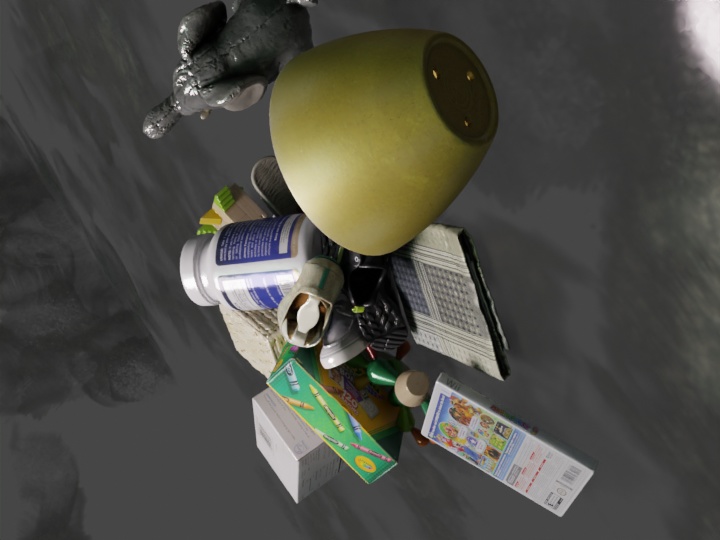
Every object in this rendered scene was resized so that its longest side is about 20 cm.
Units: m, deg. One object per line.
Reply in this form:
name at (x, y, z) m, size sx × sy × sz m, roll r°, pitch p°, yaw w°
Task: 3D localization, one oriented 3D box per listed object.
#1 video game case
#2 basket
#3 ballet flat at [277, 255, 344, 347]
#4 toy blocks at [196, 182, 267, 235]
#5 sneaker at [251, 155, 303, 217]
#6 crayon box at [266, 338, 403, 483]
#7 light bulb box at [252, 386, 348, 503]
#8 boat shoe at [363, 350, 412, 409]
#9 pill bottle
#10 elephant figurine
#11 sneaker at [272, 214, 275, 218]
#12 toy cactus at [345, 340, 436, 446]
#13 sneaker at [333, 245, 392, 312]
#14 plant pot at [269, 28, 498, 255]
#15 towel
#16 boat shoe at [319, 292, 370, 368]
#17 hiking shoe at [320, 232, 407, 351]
video game case at (0.168, 0.207, 1.046) m, size 0.197 × 0.018 × 0.144 m, roll 29°, pitch 148°, yaw 14°
basket at (-0.137, 0.098, 1.504) m, size 0.199 × 0.122 × 0.138 m, roll 31°, pitch 145°, yaw 50°
ballet flat at (-0.068, 0.054, 1.064) m, size 0.066 × 0.063 × 0.201 m, roll 18°, pitch 146°, yaw -2°
toy blocks at (-0.188, -0.051, 1.482) m, size 0.137 × 0.100 × 0.200 m, roll 44°, pitch 156°, yaw 3°
sneaker at (-0.075, -0.074, 1.245) m, size 0.201 × 0.074 × 0.106 m, roll 53°, pitch 177°, yaw -5°
crayon box at (-0.028, 0.174, 1.201) m, size 0.200 × 0.058 × 0.119 m, roll 46°, pitch -158°, yaw -11°
light bulb box at (-0.053, 0.231, 1.396) m, size 0.125 × 0.198 × 0.200 m, roll 49°, pitch 156°, yaw 22°
boat shoe at (0.001, 0.129, 1.290) m, size 0.199 × 0.071 × 0.072 m, roll 32°, pitch -174°, yaw -4°
pill bottle at (-0.128, -0.008, 1.155) m, size 0.196 × 0.116 × 0.117 m, roll -5°, pitch 123°, yaw 24°
elephant figurine at (-0.152, -0.231, 1.009) m, size 0.141 × 0.198 × 0.157 m, roll 39°, pitch 151°, yaw 38°
sneaker at (-0.102, -0.019, 1.365) m, size 0.069 × 0.082 × 0.201 m, roll 10°, pitch 162°, yaw 12°
toy cactus at (0.070, 0.154, 1.165) m, size 0.200 × 0.102 × 0.165 m, roll 45°, pitch 166°, yaw 5°
sneaker at (0.020, -0.039, 0.998) m, size 0.084 × 0.070 × 0.203 m, roll -109°, pitch 24°, yaw -48°
plant pot at (0.039, -0.132, 0.791) m, size 0.141 × 0.200 × 0.203 m, roll -22°, pitch 100°, yaw 42°
towel at (0.097, 0.022, 1.045) m, size 0.199 × 0.034 × 0.196 m, roll 21°, pitch 135°, yaw 60°
boat shoe at (-0.020, 0.063, 1.182) m, size 0.071 × 0.200 × 0.069 m, roll -24°, pitch 103°, yaw 23°
hiking shoe at (0.000, 0.000, 1.133) m, size 0.101 × 0.074 × 0.204 m, roll -99°, pitch -10°, yaw -75°
